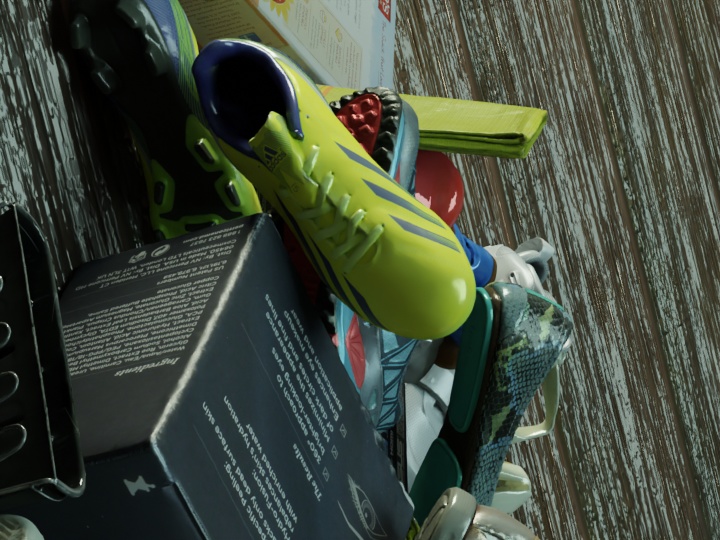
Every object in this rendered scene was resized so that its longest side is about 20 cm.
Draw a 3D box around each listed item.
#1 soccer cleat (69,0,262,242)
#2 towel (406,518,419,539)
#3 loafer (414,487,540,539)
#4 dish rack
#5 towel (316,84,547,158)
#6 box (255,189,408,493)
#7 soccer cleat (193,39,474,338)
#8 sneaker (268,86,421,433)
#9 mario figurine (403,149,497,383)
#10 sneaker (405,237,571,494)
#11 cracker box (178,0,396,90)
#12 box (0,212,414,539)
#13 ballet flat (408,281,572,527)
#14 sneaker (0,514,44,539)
[{"bbox_3d":[-0.094,-0.079,1.417,0.084,0.065,0.200,-65,136,-58],"label":"soccer cleat"},{"bbox_3d":[0.058,0.230,1.480,0.200,0.018,0.086,65,17,-44],"label":"towel"},{"bbox_3d":[0.027,0.209,1.336,0.200,0.063,0.072,-63,-176,12],"label":"loafer"},{"bbox_3d":[-0.198,0.010,1.114,0.200,0.055,0.153,43,26,-51],"label":"dish rack"},{"bbox_3d":[0.001,-0.091,1.475,0.086,0.200,0.018,-57,153,-67],"label":"towel"},{"bbox_3d":[-0.025,0.027,1.536,0.161,0.049,0.200,43,40,-54],"label":"box"},{"bbox_3d":[-0.020,-0.041,1.310,0.200,0.065,0.084,50,8,30],"label":"soccer cleat"},{"bbox_3d":[0.000,0.000,1.420,0.096,0.079,0.200,5,101,-49],"label":"sneaker"},{"bbox_3d":[0.015,-0.015,1.529,0.123,0.106,0.200,42,-6,32],"label":"mario figurine"},{"bbox_3d":[0.063,0.056,1.635,0.075,0.115,0.200,56,31,-39],"label":"sneaker"},{"bbox_3d":[-0.047,-0.168,1.577,0.200,0.058,0.134,45,40,-49],"label":"cracker box"},{"bbox_3d":[-0.079,0.113,1.284,0.197,0.117,0.200,64,26,-26],"label":"box"},{"bbox_3d":[0.077,0.103,1.534,0.074,0.074,0.200,-43,153,-63],"label":"ballet flat"},{"bbox_3d":[-0.175,0.193,1.091,0.085,0.075,0.200,61,37,-33],"label":"sneaker"}]
